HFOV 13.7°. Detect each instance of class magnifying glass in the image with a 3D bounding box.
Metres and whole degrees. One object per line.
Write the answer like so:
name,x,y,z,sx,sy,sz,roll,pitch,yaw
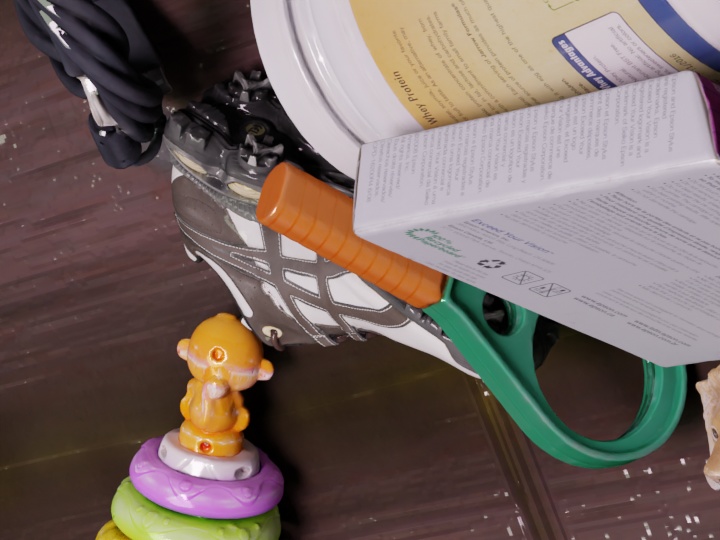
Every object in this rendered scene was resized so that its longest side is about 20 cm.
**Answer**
magnifying glass,0.046,0.013,1.149,0.199,0.080,0.022,27,154,-25

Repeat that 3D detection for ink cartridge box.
ink cartridge box,0.134,-0.017,1.056,0.199,0.196,0.044,-11,67,38

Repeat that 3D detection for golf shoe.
golf shoe,0.000,0.000,1.241,0.200,0.078,0.095,37,135,30

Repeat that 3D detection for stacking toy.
stacking toy,-0.074,0.112,1.334,0.115,0.110,0.201,15,108,14

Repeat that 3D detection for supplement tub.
supplement tub,0.070,-0.115,1.080,0.199,0.144,0.145,-21,97,41

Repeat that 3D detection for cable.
cable,-0.143,-0.138,1.239,0.051,0.163,0.201,-29,75,3

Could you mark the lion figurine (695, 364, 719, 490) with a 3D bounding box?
lion figurine,0.226,0.075,1.100,0.199,0.072,0.123,-10,107,30
